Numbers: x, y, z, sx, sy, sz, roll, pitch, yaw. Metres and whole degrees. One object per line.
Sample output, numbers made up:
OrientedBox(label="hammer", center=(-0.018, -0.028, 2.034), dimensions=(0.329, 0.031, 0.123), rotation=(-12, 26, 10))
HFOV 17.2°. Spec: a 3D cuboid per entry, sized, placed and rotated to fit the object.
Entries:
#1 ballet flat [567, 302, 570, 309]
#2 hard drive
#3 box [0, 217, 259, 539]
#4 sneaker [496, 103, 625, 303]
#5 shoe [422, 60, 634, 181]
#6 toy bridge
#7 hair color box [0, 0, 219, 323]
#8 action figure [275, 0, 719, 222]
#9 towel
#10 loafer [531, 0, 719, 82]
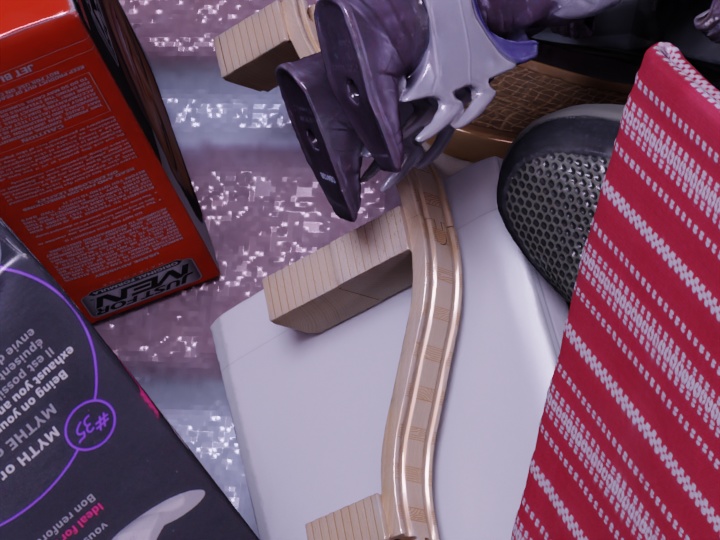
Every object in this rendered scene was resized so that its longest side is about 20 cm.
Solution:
OrientedBox(label="ballet flat", center=(0.136, 0.052, 0.772), dimensions=(0.199, 0.068, 0.068), rotation=(21, 71, 16))
OrientedBox(label="hard drive", center=(0.024, 0.081, 0.770), dimensions=(0.132, 0.026, 0.201), rotation=(-30, 62, 31))
OrientedBox(label="box", center=(-0.113, 0.075, 0.723), dimensions=(0.122, 0.200, 0.106), rotation=(-39, 38, -8))
OrientedBox(label="sneaker", center=(0.102, 0.025, 0.688), dimensions=(0.199, 0.114, 0.076), rotation=(44, 125, 21))
OrientedBox(label="shoe", center=(0.109, -0.026, 0.822), dimensions=(0.199, 0.054, 0.070), rotation=(17, 40, 11))
OrientedBox(label="toy bridge", center=(0.000, 0.000, 0.773), dimensions=(0.067, 0.027, 0.201), rotation=(-27, 63, 32))
OrientedBox(label="hair color box", center=(-0.107, -0.068, 0.788), dimensions=(0.061, 0.200, 0.102), rotation=(-20, 67, 0))
OrientedBox(label="action figure", center=(0.070, -0.092, 0.738), dimensions=(0.199, 0.130, 0.070), rotation=(-31, 101, -19))
OrientedBox(label="towel", center=(0.082, 0.059, 0.620), dimensions=(0.022, 0.201, 0.145), rotation=(4, 24, -21))
OrientedBox(label="loafer", center=(0.098, -0.102, 0.842), dimensions=(0.199, 0.072, 0.073), rotation=(28, 93, 37))
